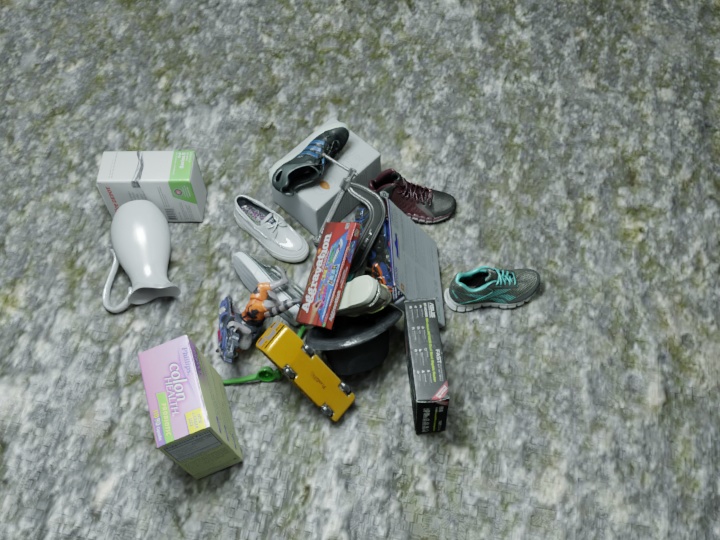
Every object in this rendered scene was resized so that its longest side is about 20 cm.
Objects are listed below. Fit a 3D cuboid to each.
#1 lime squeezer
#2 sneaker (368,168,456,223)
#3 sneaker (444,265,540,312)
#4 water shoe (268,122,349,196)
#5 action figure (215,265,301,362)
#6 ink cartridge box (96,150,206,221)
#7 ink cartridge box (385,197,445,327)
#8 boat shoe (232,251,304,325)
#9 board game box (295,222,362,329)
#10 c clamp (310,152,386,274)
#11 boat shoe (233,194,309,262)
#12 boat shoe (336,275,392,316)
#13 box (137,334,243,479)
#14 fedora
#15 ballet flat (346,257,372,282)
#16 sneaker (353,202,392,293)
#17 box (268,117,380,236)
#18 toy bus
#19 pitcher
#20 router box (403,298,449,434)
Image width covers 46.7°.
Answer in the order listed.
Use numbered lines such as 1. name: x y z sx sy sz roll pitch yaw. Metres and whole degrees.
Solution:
1. lime squeezer: -0.174 0.179 1.604 0.198 0.038 0.071 -33 63 -15
2. sneaker: 0.106 -0.160 1.747 0.195 0.116 0.077 1 59 3
3. sneaker: 0.264 0.028 1.645 0.195 0.092 0.079 -12 60 -5
4. water shoe: -0.090 -0.218 1.686 0.199 0.072 0.079 -38 47 -8
5. action figure: -0.207 0.107 1.582 0.104 0.194 0.202 32 24 -26
6. ink cartridge box: -0.437 -0.176 1.760 0.195 0.147 0.086 1 58 2
7. ink cartridge box: 0.094 -0.010 1.620 0.040 0.199 0.203 -20 54 26
8. boat shoe: -0.174 0.027 1.684 0.200 0.072 0.071 43 59 12
9. board game box: -0.061 0.007 1.579 0.102 0.019 0.204 3 74 54
10. c clamp: -0.036 -0.104 1.647 0.168 0.027 0.204 25 101 15
11. boat shoe: -0.189 -0.093 1.747 0.072 0.069 0.199 -40 66 -20
12. boat shoe: -0.020 0.054 1.574 0.060 0.200 0.074 24 70 -32
13. box: -0.297 0.245 1.470 0.095 0.201 0.179 -20 61 -2
14. fedora: -0.004 0.136 1.567 0.196 0.094 0.201 -14 15 4
15. ballet flat: 0.000 0.000 1.692 0.063 0.067 0.204 26 62 -18
16. sneaker: 0.044 -0.048 1.675 0.074 0.078 0.204 -14 96 28
17. box: -0.074 -0.199 1.782 0.152 0.107 0.200 39 68 22
18. toy bus: -0.099 0.187 1.534 0.065 0.078 0.200 -48 112 -14
19. pitcher: -0.463 -0.026 1.701 0.168 0.121 0.204 -19 70 8
20. router box: 0.119 0.176 1.529 0.061 0.151 0.204 -5 59 -1
